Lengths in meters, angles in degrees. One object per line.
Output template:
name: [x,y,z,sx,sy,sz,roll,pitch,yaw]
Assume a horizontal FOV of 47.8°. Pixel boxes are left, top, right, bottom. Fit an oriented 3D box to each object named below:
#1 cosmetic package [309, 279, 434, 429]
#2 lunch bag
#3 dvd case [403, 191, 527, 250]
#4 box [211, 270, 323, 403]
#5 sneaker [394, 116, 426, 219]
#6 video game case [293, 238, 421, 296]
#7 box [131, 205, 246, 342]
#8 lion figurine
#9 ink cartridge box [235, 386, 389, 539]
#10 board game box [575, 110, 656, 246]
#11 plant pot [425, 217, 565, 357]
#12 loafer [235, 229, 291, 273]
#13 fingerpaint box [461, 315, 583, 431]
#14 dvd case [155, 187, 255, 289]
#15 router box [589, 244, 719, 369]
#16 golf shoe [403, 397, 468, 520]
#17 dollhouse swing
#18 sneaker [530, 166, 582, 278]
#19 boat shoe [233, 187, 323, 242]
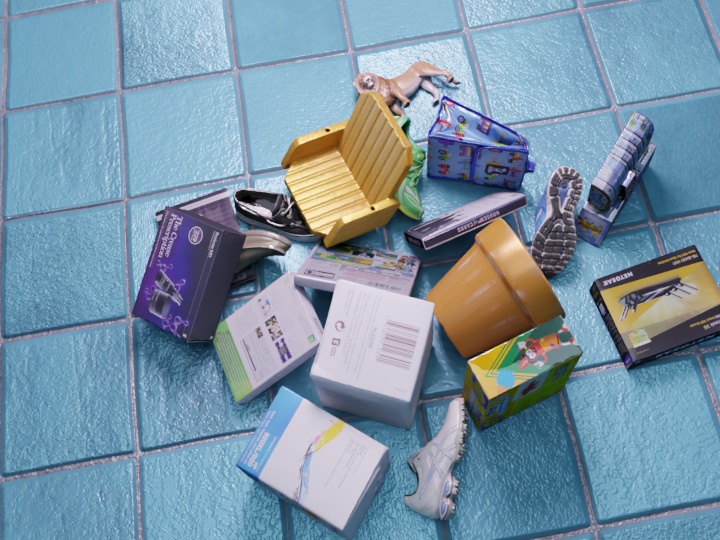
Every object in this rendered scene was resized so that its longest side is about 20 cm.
cosmetic package: [0.025,0.143,1.335,0.164,0.201,0.170,13,69,9]
lunch bag: [0.228,-0.219,1.502,0.197,0.151,0.095,18,69,12]
dvd case: [0.185,-0.093,1.460,0.197,0.150,0.025,-23,101,-6]
box: [-0.161,0.116,1.402,0.199,0.036,0.146,-35,65,18]
sneaker: [0.085,-0.195,1.517,0.083,0.074,0.203,-18,83,27]
video game case: [0.000,0.000,1.432,0.196,0.022,0.183,10,24,8]
box: [-0.301,0.007,1.427,0.139,0.079,0.203,21,96,24]
lion figurine: [0.092,-0.374,1.630,0.198,0.073,0.123,-26,59,-22]
ink cartridge box: [-0.069,0.311,1.300,0.198,0.148,0.146,27,71,15]
board game box: [0.457,-0.152,1.459,0.061,0.200,0.202,30,86,16]
plant pot: [0.217,0.045,1.381,0.182,0.200,0.202,-34,68,6]
loafer: [-0.219,-0.031,1.482,0.196,0.076,0.070,-2,77,16]
fingerpaint box: [0.253,0.169,1.309,0.165,0.201,0.074,-25,66,-7]
dvd case: [-0.295,-0.047,1.537,0.147,0.016,0.203,-19,69,-4]
router box: [0.524,0.063,1.416,0.197,0.052,0.159,-19,67,-4]
golf shoe: [0.124,0.301,1.333,0.096,0.079,0.203,9,67,14]
dollhouse swing: [-0.028,-0.190,1.450,0.179,0.176,0.202,-22,68,-18]
sneaker: [0.354,-0.083,1.480,0.077,0.089,0.203,15,88,3]
boat shoe: [-0.146,-0.107,1.525,0.197,0.064,0.072,12,67,6]
